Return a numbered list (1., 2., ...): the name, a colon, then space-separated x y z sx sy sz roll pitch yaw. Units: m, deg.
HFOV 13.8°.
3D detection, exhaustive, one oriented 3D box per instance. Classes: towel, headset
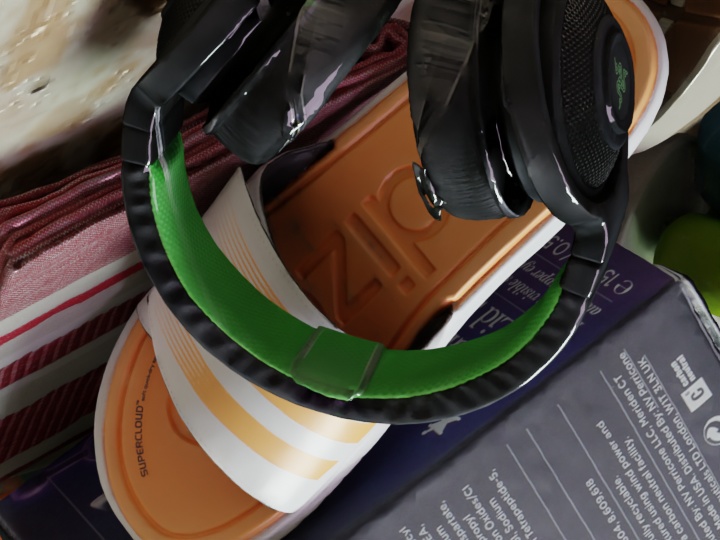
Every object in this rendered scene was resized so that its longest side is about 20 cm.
1. towel: -0.067 0.004 0.887 0.144 0.023 0.200 -29 166 -28
2. headset: 0.004 -0.047 0.703 0.094 0.123 0.200 -58 161 -58

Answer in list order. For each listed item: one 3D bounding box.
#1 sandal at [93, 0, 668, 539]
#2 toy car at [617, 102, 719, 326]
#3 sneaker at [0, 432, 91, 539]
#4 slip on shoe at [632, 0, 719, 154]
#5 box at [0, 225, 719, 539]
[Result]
1. sandal: -0.005 -0.006 0.809 0.207 0.079 0.059 -47 165 10
2. toy car: 0.185 -0.028 1.109 0.200 0.175 0.150 -7 115 -59
3. sneaker: -0.099 0.098 0.990 0.200 0.080 0.071 -27 163 -25
4. slip on shoe: 0.108 -0.104 0.827 0.061 0.076 0.200 -13 147 -39
5. box: 0.010 0.076 0.914 0.200 0.104 0.148 -37 -152 -11
